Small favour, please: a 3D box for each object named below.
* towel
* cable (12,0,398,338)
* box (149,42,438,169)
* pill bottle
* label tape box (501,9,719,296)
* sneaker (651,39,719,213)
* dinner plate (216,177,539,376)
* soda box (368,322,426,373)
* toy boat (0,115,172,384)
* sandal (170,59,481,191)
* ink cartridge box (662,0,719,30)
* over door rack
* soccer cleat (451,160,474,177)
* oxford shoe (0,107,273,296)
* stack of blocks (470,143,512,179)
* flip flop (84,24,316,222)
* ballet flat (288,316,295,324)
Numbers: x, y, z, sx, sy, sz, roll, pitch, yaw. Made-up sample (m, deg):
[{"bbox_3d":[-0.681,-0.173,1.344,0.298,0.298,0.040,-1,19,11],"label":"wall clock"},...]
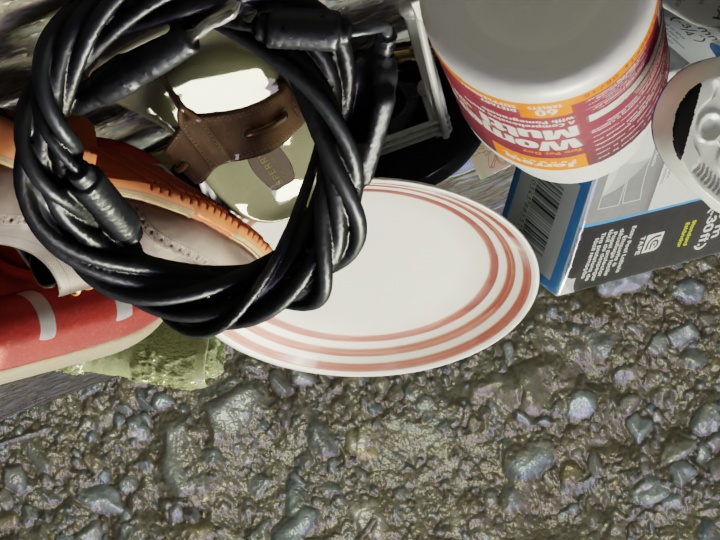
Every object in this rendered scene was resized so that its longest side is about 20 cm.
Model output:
[{"bbox_3d":[-0.151,0.014,1.480,0.148,0.037,0.200,7,-157,-2],"label":"towel"},{"bbox_3d":[-0.074,-0.044,1.056,0.162,0.051,0.200,5,132,-16],"label":"cable"},{"bbox_3d":[-0.039,-0.095,1.501,0.200,0.021,0.163,-25,174,38],"label":"box"},{"bbox_3d":[0.094,-0.109,1.158,0.109,0.110,0.200,-21,165,5],"label":"pill bottle"},{"bbox_3d":[0.185,-0.078,1.364,0.199,0.063,0.145,-14,133,-35],"label":"label tape box"},{"bbox_3d":[0.186,-0.074,1.190,0.199,0.081,0.146,7,-167,-36],"label":"sneaker"},{"bbox_3d":[0.000,0.000,1.339,0.199,0.024,0.200,1,148,0],"label":"dinner plate"},{"bbox_3d":[0.012,-0.003,1.503,0.068,0.064,0.200,-30,-162,-5],"label":"soda box"},{"bbox_3d":[-0.169,-0.029,1.242,0.200,0.131,0.131,-16,145,-46],"label":"toy boat"},{"bbox_3d":[-0.016,-0.070,1.367,0.199,0.076,0.043,-22,147,-1],"label":"sandal"},{"bbox_3d":[0.227,-0.130,1.250,0.047,0.200,0.160,-60,162,16],"label":"ink cartridge box"},{"bbox_3d":[-0.030,-0.103,1.236,0.147,0.067,0.200,-21,162,-1],"label":"over door rack"},{"bbox_3d":[0.045,-0.087,1.601,0.083,0.065,0.200,-19,-177,-22],"label":"soccer cleat"},{"bbox_3d":[-0.128,-0.021,1.178,0.200,0.073,0.071,21,-174,-39],"label":"oxford shoe"},{"bbox_3d":[0.130,-0.121,1.473,0.115,0.059,0.200,-25,-175,39],"label":"stack of blocks"},{"bbox_3d":[-0.061,-0.065,1.121,0.081,0.058,0.200,-25,149,7],"label":"flip flop"},{"bbox_3d":[-0.120,-0.009,1.424,0.199,0.072,0.072,15,175,0],"label":"ballet flat"}]
